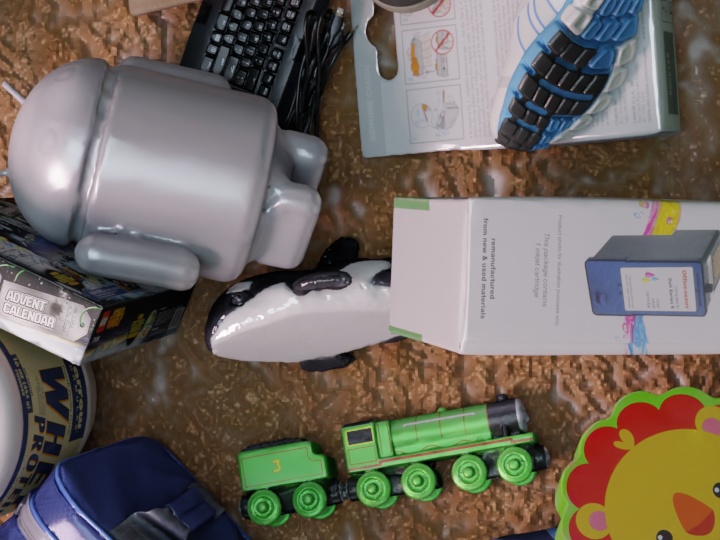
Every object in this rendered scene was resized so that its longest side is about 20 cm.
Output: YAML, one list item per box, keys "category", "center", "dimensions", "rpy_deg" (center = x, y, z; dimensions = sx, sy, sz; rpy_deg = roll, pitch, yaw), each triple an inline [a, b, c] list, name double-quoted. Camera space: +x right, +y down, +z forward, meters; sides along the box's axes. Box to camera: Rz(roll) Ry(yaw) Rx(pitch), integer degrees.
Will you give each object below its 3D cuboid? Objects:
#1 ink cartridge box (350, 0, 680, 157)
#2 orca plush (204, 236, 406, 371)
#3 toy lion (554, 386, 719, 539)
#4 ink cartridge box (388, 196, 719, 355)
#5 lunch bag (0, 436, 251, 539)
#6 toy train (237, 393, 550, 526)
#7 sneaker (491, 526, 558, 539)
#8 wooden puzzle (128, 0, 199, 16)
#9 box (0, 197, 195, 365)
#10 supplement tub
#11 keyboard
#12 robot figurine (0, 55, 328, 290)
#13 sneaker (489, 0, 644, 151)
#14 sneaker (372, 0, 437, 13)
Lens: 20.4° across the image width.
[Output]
- category: "ink cartridge box"
  center: [0.093, -0.155, 1.235]
  dimensions: [0.199, 0.047, 0.161]
  rpy_deg: [-4, 91, 26]
- category: "orca plush"
  center: [0.000, 0.000, 1.233]
  dimensions: [0.199, 0.105, 0.071]
  rpy_deg: [-19, 57, 12]
- category: "toy lion"
  center: [0.219, 0.143, 1.142]
  dimensions: [0.199, 0.069, 0.192]
  rpy_deg: [-29, 69, -16]
- category: "ink cartridge box"
  center: [0.130, 0.001, 1.139]
  dimensions: [0.199, 0.145, 0.088]
  rpy_deg: [2, 92, -15]
- category: "lunch bag"
  center: [-0.145, 0.180, 1.193]
  dimensions: [0.136, 0.200, 0.132]
  rpy_deg: [43, 100, 6]
- category: "toy train"
  center: [0.018, 0.119, 1.248]
  dimensions: [0.199, 0.042, 0.057]
  rpy_deg: [-11, 79, 10]
- category: "sneaker"
  center: [0.168, 0.154, 1.209]
  dimensions: [0.199, 0.074, 0.083]
  rpy_deg: [-7, 89, 2]
- category: "wooden puzzle"
  center: [-0.086, -0.258, 1.206]
  dimensions: [0.199, 0.037, 0.186]
  rpy_deg: [-4, 91, 50]
- category: "box"
  center: [-0.189, 0.002, 1.196]
  dimensions: [0.136, 0.200, 0.040]
  rpy_deg: [24, 97, 7]
- category: "supplement tub"
  center: [-0.246, 0.084, 1.207]
  dimensions: [0.144, 0.200, 0.146]
  rpy_deg: [0, 91, 10]
- category: "keyboard"
  center: [-0.058, -0.145, 1.248]
  dimensions: [0.104, 0.040, 0.201]
  rpy_deg: [21, 98, 10]
- category: "robot figurine"
  center: [-0.122, -0.060, 1.190]
  dimensions: [0.199, 0.170, 0.113]
  rpy_deg: [13, 136, -7]
- category: "sneaker"
  center: [0.121, -0.167, 1.168]
  dimensions: [0.087, 0.075, 0.201]
  rpy_deg: [41, 112, 43]
- category: "sneaker"
  center: [0.002, -0.256, 1.184]
  dimensions: [0.074, 0.106, 0.201]
  rpy_deg: [-15, 75, 7]
